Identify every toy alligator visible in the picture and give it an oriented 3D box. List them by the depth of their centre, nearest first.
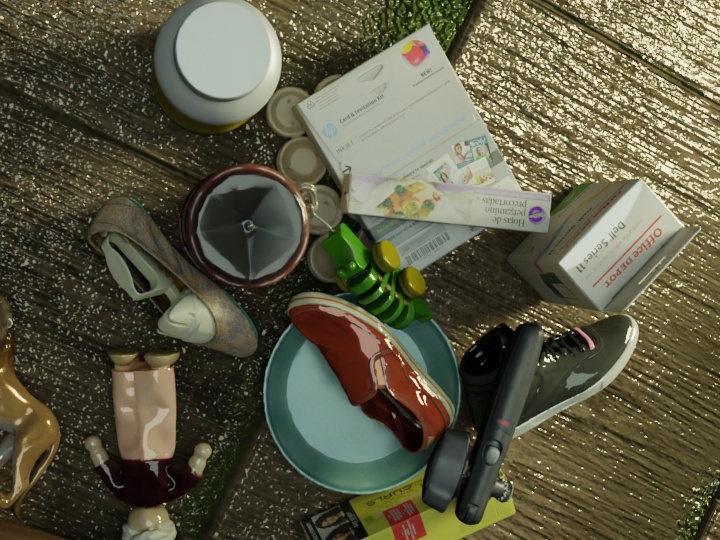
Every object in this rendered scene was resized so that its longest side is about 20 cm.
[{"bbox_3d":[0.000,0.000,1.146,0.059,0.054,0.200,-29,123,29],"label":"toy alligator"}]

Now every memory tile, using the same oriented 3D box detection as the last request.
[{"bbox_3d":[-0.003,-0.097,1.224,0.152,0.017,0.201,-17,96,-10],"label":"memory tile"}]

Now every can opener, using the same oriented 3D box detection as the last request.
[{"bbox_3d":[0.127,0.142,1.151,0.078,0.063,0.201,24,92,-10],"label":"can opener"}]

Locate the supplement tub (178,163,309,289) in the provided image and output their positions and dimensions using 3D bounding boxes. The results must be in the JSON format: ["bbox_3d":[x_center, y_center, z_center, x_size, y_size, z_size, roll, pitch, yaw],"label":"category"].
[{"bbox_3d":[-0.109,-0.041,1.111,0.106,0.200,0.108,-1,93,-11],"label":"supplement tub"}]

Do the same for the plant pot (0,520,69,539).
[{"bbox_3d":[-0.271,0.324,1.118,0.199,0.187,0.188,11,90,-26],"label":"plant pot"}]

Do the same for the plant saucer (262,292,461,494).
[{"bbox_3d":[0.000,0.119,1.222,0.199,0.036,0.201,0,92,-11],"label":"plant saucer"}]

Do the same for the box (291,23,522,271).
[{"bbox_3d":[0.049,-0.113,1.204,0.155,0.041,0.201,-33,99,-8],"label":"box"}]

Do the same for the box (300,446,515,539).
[{"bbox_3d":[0.047,0.244,1.213,0.199,0.075,0.050,-21,114,-9],"label":"box"}]

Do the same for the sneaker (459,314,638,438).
[{"bbox_3d":[0.186,0.084,1.226,0.199,0.071,0.099,-33,124,-5],"label":"sneaker"}]

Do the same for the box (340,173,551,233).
[{"bbox_3d":[0.081,-0.064,1.172,0.199,0.041,0.039,5,93,-12],"label":"box"}]

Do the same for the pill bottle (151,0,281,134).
[{"bbox_3d":[-0.130,-0.183,1.101,0.111,0.200,0.113,0,93,-11],"label":"pill bottle"}]

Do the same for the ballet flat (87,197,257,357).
[{"bbox_3d":[-0.183,0.021,1.162,0.200,0.068,0.067,45,39,-3],"label":"ballet flat"}]

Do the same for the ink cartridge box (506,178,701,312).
[{"bbox_3d":[0.228,-0.026,1.178,0.117,0.200,0.067,-45,99,-7],"label":"ink cartridge box"}]

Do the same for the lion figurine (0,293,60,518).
[{"bbox_3d":[-0.336,0.122,1.146,0.122,0.072,0.201,-40,113,-20],"label":"lion figurine"}]

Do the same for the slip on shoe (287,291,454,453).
[{"bbox_3d":[0.007,0.096,1.163,0.200,0.074,0.061,45,49,-13],"label":"slip on shoe"}]

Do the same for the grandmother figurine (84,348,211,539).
[{"bbox_3d":[-0.201,0.178,1.177,0.121,0.061,0.201,3,95,16],"label":"grandmother figurine"}]
